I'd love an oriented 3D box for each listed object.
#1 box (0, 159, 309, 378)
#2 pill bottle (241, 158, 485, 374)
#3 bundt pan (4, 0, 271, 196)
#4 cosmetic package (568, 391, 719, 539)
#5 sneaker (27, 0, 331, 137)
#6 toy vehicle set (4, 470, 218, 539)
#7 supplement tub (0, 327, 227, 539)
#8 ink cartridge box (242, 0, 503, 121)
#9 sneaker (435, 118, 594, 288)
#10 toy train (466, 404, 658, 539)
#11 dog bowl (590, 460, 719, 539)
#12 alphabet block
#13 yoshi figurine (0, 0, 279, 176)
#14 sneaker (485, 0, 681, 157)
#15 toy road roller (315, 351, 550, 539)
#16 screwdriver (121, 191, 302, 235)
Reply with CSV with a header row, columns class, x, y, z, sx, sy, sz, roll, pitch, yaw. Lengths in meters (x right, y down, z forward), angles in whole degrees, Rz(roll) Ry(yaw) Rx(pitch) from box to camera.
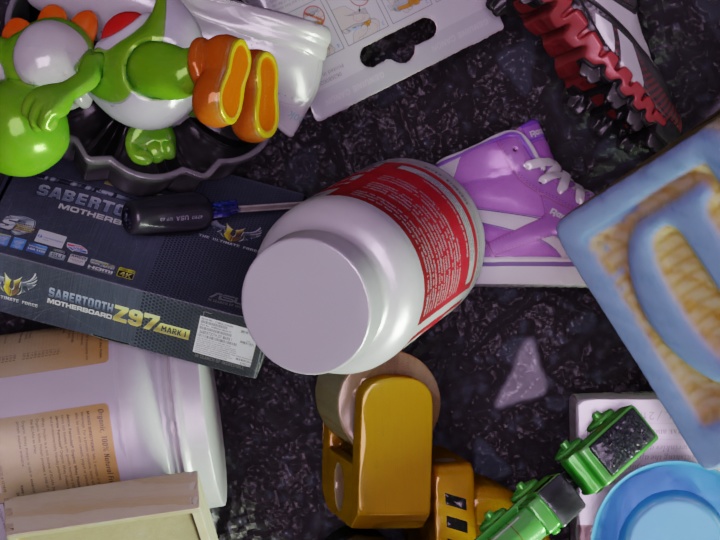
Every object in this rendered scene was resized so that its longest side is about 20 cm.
class,x,y,z,sx,sy,sz,roll,pitch,yaw
box,-0.144,-0.016,1.665,0.199,0.158,0.051,16,124,1
pill bottle,0.000,0.000,1.600,0.112,0.200,0.113,5,104,19
bundt pan,-0.141,-0.135,1.673,0.200,0.076,0.203,6,65,-13
cosmetic package,0.192,0.183,1.705,0.101,0.074,0.202,-2,90,1
sneaker,-0.124,-0.138,1.605,0.199,0.075,0.089,15,96,2
toy vehicle set,-0.153,0.195,1.656,0.123,0.200,0.027,-8,59,0
supplement tub,-0.194,0.109,1.673,0.199,0.144,0.145,-8,91,1
ink cartridge box,-0.016,-0.217,1.687,0.162,0.050,0.201,-28,95,-23
sneaker,0.142,-0.044,1.693,0.199,0.073,0.115,2,87,9
toy train,0.112,0.157,1.619,0.200,0.056,0.042,-41,93,-16
dog bowl,0.193,0.220,1.647,0.111,0.050,0.201,14,92,1
alphabet block,0.279,-0.023,1.575,0.200,0.196,0.196,-32,90,-33
yoshi figurine,-0.157,-0.098,1.547,0.199,0.112,0.113,4,126,22
sneaker,0.161,-0.167,1.695,0.098,0.071,0.201,-46,105,-20
toy road roller,0.049,0.148,1.687,0.145,0.123,0.202,-2,94,-12
screwdriver,-0.069,-0.045,1.668,0.199,0.028,0.029,-11,80,-36
